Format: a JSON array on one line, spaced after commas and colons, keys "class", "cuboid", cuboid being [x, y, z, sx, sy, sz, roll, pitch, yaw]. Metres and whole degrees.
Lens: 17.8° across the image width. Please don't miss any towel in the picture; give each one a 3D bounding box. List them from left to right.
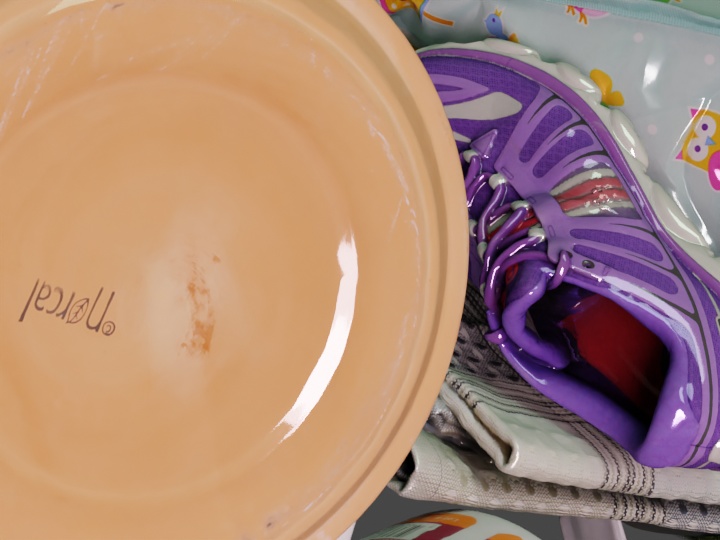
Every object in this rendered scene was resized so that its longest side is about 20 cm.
[{"class": "towel", "cuboid": [0.053, 0.020, 0.828, 0.200, 0.035, 0.193, 10, 32, -38]}]

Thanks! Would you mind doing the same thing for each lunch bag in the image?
[{"class": "lunch bag", "cuboid": [0.091, -0.081, 0.906, 0.200, 0.122, 0.170, 18, 22, 26]}]

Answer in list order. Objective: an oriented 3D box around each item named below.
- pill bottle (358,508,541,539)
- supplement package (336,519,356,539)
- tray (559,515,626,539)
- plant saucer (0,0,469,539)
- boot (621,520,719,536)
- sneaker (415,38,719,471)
[{"class": "pill bottle", "cuboid": [-0.016, 0.145, 0.670, 0.110, 0.110, 0.200, 47, 34, 20]}, {"class": "supplement package", "cuboid": [-0.096, -0.003, 0.719, 0.155, 0.111, 0.200, 14, 5, -28]}, {"class": "tray", "cuboid": [0.096, 0.153, 0.781, 0.200, 0.022, 0.108, -97, 168, -58]}, {"class": "plant saucer", "cuboid": [-0.059, 0.003, 0.607, 0.200, 0.201, 0.032, 15, 5, -27]}, {"class": "boot", "cuboid": [0.106, 0.055, 0.923, 0.200, 0.074, 0.076, 17, 42, -27]}, {"class": "sneaker", "cuboid": [0.064, -0.010, 0.777, 0.083, 0.081, 0.200, -4, 40, -46]}]
